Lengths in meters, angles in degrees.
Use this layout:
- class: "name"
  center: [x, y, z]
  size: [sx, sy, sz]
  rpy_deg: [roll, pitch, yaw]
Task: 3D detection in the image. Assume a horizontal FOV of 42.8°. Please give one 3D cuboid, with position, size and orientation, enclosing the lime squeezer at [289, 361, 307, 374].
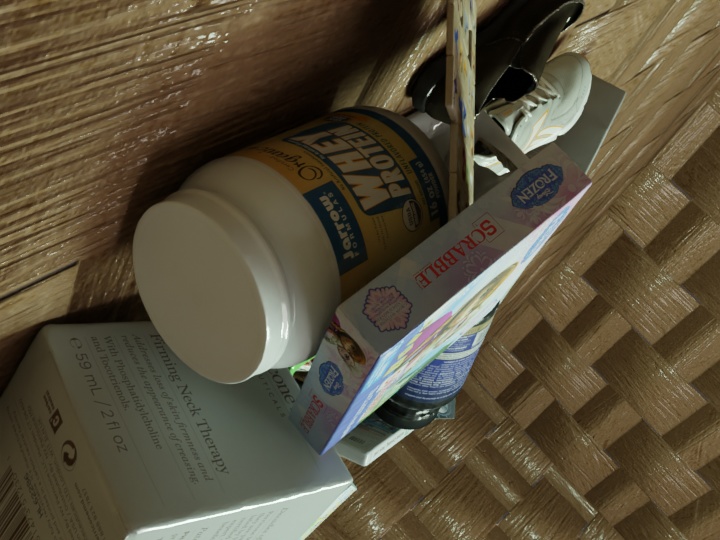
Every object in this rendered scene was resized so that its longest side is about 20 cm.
- class: "lime squeezer"
  center: [-0.097, 0.083, 0.817]
  size: [0.198, 0.038, 0.071]
  rpy_deg: [-3, 147, -20]

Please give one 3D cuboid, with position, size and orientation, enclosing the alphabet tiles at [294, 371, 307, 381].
- class: "alphabet tiles"
  center: [0.004, 0.117, 1.184]
  size: [0.199, 0.166, 0.006]
  rpy_deg: [-13, 110, -40]

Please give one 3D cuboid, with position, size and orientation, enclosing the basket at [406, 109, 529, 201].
- class: "basket"
  center: [0.054, -0.052, 0.854]
  size: [0.199, 0.136, 0.124]
  rpy_deg: [-33, 166, -35]

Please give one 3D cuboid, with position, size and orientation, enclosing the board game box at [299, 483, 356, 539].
- class: "board game box"
  center: [-0.108, 0.184, 0.953]
  size: [0.105, 0.200, 0.103]
  rpy_deg: [-42, 167, -9]

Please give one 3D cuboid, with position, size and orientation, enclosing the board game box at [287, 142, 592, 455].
- class: "board game box"
  center: [0.048, 0.026, 0.638]
  size: [0.199, 0.041, 0.200]
  rpy_deg: [-37, 167, -26]

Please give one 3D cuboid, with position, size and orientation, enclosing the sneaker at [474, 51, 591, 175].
- class: "sneaker"
  center: [0.178, -0.169, 1.010]
  size: [0.200, 0.076, 0.092]
  rpy_deg: [-45, 163, 1]

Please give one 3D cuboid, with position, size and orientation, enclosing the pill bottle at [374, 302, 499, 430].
- class: "pill bottle"
  center: [0.070, 0.077, 0.981]
  size: [0.112, 0.112, 0.201]
  rpy_deg: [-33, 151, -40]

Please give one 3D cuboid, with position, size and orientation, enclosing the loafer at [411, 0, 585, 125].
- class: "loafer"
  center: [0.135, -0.185, 0.818]
  size: [0.200, 0.071, 0.073]
  rpy_deg: [-40, 167, -17]

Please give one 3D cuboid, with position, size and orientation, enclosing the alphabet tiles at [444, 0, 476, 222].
- class: "alphabet tiles"
  center: [0.072, -0.125, 0.653]
  size: [0.007, 0.202, 0.167]
  rpy_deg: [0, 173, 11]

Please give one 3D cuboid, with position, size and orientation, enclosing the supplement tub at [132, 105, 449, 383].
- class: "supplement tub"
  center: [-0.041, -0.022, 0.635]
  size: [0.200, 0.145, 0.145]
  rpy_deg: [-32, 163, -44]

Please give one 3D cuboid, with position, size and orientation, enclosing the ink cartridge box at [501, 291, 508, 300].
- class: "ink cartridge box"
  center: [0.107, -0.011, 1.120]
  size: [0.145, 0.145, 0.200]
  rpy_deg: [-38, 165, -23]

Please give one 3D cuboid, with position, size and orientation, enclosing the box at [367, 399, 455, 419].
- class: "box"
  center: [0.033, 0.137, 1.213]
  size: [0.200, 0.159, 0.044]
  rpy_deg: [-106, -164, -75]

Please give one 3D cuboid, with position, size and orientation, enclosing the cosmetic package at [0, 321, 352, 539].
- class: "cosmetic package"
  center: [-0.153, 0.151, 0.687]
  size: [0.199, 0.168, 0.167]
  rpy_deg: [1, 136, -48]

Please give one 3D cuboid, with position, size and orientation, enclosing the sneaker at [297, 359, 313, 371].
- class: "sneaker"
  center: [-0.059, 0.094, 1.100]
  size: [0.082, 0.078, 0.200]
  rpy_deg: [-35, 164, 22]

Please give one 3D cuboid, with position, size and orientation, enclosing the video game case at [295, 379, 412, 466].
- class: "video game case"
  center: [-0.041, 0.179, 1.179]
  size: [0.182, 0.199, 0.022]
  rpy_deg: [-16, 122, -64]

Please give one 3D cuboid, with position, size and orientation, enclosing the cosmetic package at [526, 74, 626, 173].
- class: "cosmetic package"
  center: [0.243, -0.143, 1.138]
  size: [0.201, 0.090, 0.107]
  rpy_deg: [-61, 175, -27]
